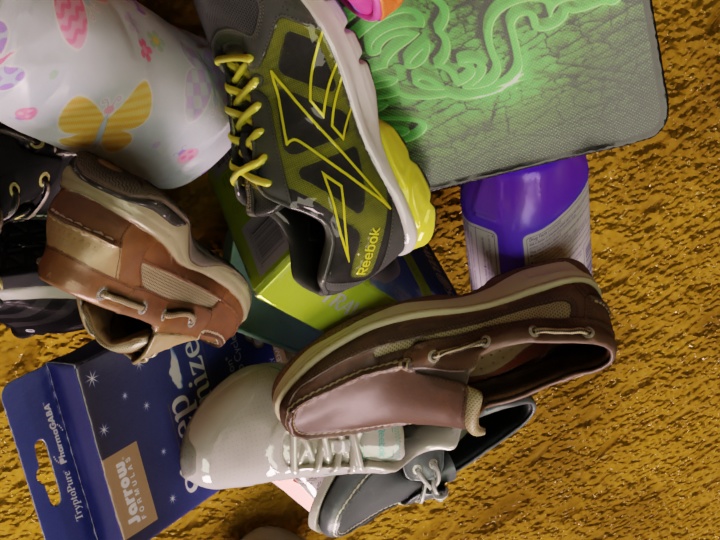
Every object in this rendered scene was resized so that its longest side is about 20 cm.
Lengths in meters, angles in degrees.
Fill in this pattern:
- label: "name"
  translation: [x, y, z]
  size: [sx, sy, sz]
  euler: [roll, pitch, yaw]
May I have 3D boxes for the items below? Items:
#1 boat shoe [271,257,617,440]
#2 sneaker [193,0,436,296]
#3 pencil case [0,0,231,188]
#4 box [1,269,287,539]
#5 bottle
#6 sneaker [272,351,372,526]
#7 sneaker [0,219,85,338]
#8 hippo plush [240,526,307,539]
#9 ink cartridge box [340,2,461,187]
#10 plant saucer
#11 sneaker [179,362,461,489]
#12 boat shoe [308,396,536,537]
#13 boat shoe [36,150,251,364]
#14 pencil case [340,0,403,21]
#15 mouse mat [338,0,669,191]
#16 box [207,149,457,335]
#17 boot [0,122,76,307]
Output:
- label: "boat shoe"
  translation: [0.049, 0.057, 0.758]
  size: [0.201, 0.075, 0.075]
  euler: [-22, 138, 0]
- label: "sneaker"
  translation: [-0.035, -0.074, 0.669]
  size: [0.085, 0.074, 0.201]
  euler: [-42, 111, -23]
- label: "pencil case"
  translation: [-0.139, -0.105, 0.648]
  size: [0.083, 0.091, 0.200]
  euler: [-35, 156, 17]
- label: "box"
  translation: [-0.117, 0.085, 0.812]
  size: [0.199, 0.032, 0.122]
  euler: [-30, 114, -45]
- label: "bottle"
  translation: [0.098, -0.043, 0.800]
  size: [0.084, 0.065, 0.201]
  euler: [-44, 140, -32]
- label: "sneaker"
  translation: [-0.015, 0.116, 0.975]
  size: [0.108, 0.068, 0.201]
  euler: [-36, 133, 16]
- label: "sneaker"
  translation: [-0.206, 0.013, 0.786]
  size: [0.198, 0.072, 0.083]
  euler: [3, 132, -26]
- label: "hippo plush"
  translation: [-0.072, 0.299, 1.055]
  size: [0.158, 0.200, 0.162]
  euler: [-16, 133, -41]
- label: "ink cartridge box"
  translation: [0.054, -0.137, 0.776]
  size: [0.199, 0.044, 0.198]
  euler: [-31, 137, 9]
- label: "plant saucer"
  translation: [-0.022, 0.030, 0.885]
  size: [0.019, 0.071, 0.199]
  euler: [-7, 158, 41]
- label: "sneaker"
  translation: [-0.019, 0.095, 0.830]
  size: [0.199, 0.080, 0.071]
  euler: [-12, 116, -38]
- label: "boat shoe"
  translation: [0.048, 0.131, 0.964]
  size: [0.199, 0.062, 0.073]
  euler: [-35, 146, -31]
- label: "boat shoe"
  translation: [-0.118, 0.008, 0.703]
  size: [0.074, 0.075, 0.200]
  euler: [-62, 160, -12]
- label: "pencil case"
  translation: [0.052, -0.208, 0.632]
  size: [0.200, 0.088, 0.089]
  euler: [-42, 138, -7]
- label: "mouse mat"
  translation: [0.055, -0.124, 0.707]
  size: [0.198, 0.008, 0.162]
  euler: [-13, 112, 7]
- label: "box"
  translation: [0.000, 0.000, 0.827]
  size: [0.048, 0.122, 0.199]
  euler: [-43, 134, 17]
- label: "boot"
  translation: [-0.192, -0.023, 0.695]
  size: [0.202, 0.154, 0.074]
  euler: [11, 128, -33]
